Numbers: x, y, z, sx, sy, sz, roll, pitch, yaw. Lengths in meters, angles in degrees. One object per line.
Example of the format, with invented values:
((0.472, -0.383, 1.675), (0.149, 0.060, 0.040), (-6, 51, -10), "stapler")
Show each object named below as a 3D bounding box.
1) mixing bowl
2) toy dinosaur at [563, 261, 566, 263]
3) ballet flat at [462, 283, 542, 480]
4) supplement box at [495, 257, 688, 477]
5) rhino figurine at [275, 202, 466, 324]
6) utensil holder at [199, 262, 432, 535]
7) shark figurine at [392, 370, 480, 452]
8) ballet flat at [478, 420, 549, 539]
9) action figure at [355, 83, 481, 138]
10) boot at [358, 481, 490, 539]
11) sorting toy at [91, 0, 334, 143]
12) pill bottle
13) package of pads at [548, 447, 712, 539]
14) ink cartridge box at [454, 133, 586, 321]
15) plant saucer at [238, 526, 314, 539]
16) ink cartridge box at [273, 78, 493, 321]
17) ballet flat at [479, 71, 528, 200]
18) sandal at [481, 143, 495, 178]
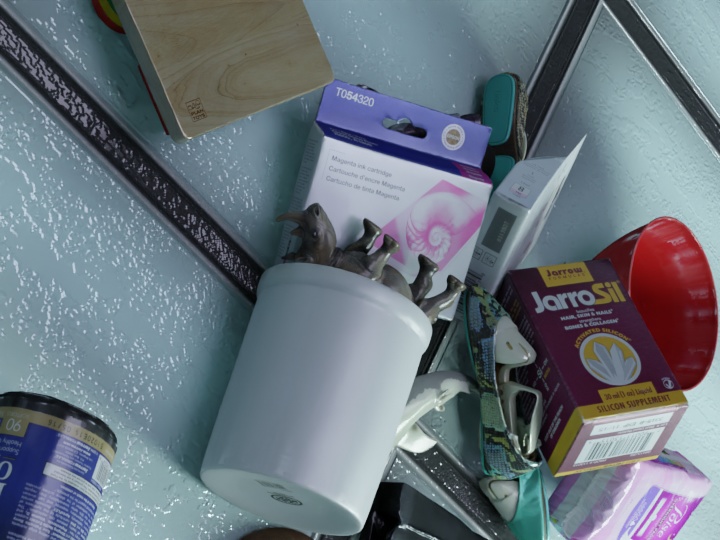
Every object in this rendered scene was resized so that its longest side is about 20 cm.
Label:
((0.317, 0.043, 1.924), (0.200, 0.108, 0.201), (10, 76, -49), "mixing bowl")
((0.213, 0.087, 1.872), (0.106, 0.060, 0.201), (22, 59, -75), "toy dinosaur")
((0.151, 0.111, 1.696), (0.074, 0.074, 0.201), (-12, 95, -44), "ballet flat")
((0.231, 0.098, 1.740), (0.130, 0.103, 0.201), (-8, 52, -22), "supplement box")
((0.000, 0.000, 1.588), (0.200, 0.060, 0.088), (31, 95, -26), "rhino figurine")
((-0.042, 0.121, 1.532), (0.170, 0.169, 0.201), (34, 63, -35), "utensil holder")
((0.050, 0.125, 1.686), (0.214, 0.089, 0.129), (-26, 134, -36), "shark figurine")
((0.158, 0.205, 1.790), (0.070, 0.067, 0.201), (-1, 82, -19), "ballet flat")
((0.033, -0.125, 1.719), (0.199, 0.069, 0.131), (0, 90, -40), "action figure")
((0.077, 0.319, 1.671), (0.200, 0.065, 0.166), (38, 46, -42), "boot")
((-0.148, -0.232, 1.549), (0.200, 0.069, 0.200), (-27, 96, -42), "sorting toy")
((-0.273, 0.208, 1.329), (0.112, 0.112, 0.201), (34, 60, -35), "pill bottle")
((0.294, 0.249, 1.842), (0.200, 0.076, 0.121), (21, 107, -52), "package of pads")
((0.164, -0.054, 1.784), (0.057, 0.163, 0.200), (26, 36, 6), "ink cartridge box")
((-0.067, 0.340, 1.559), (0.200, 0.037, 0.202), (10, 75, -43), "plant saucer")
((0.030, -0.067, 1.644), (0.195, 0.043, 0.201), (13, 96, -26), "ink cartridge box")
((0.155, -0.120, 1.840), (0.075, 0.068, 0.201), (44, 52, -49), "ballet flat")
((0.089, -0.044, 1.727), (0.201, 0.045, 0.075), (-59, 142, -6), "sandal")
